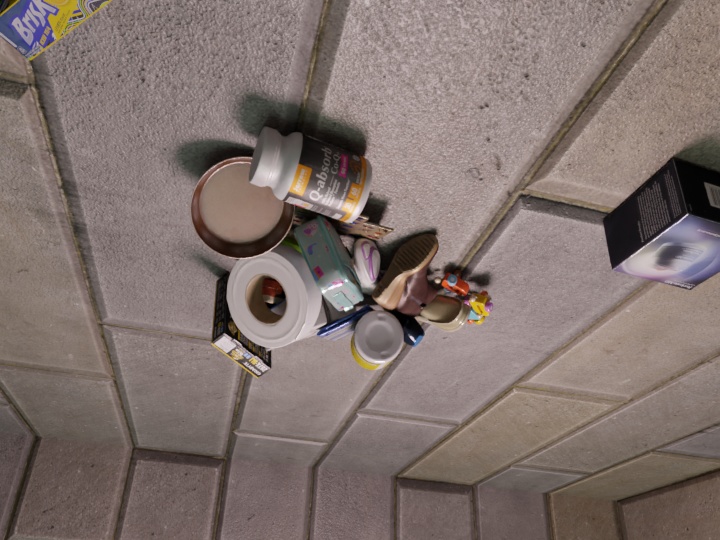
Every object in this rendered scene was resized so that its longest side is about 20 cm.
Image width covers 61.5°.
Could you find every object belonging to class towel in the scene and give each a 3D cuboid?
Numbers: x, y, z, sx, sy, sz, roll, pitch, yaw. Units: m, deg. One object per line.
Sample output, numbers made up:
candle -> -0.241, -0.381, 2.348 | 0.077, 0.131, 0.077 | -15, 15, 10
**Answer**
towel -> -0.024, 0.128, 1.452 | 0.143, 0.024, 0.200 | -27, 168, 4

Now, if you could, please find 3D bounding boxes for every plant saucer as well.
plant saucer -> -0.219, -0.120, 1.129 | 0.193, 0.035, 0.206 | -9, 122, -13

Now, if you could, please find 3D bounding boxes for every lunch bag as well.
lunch bag -> -0.054, -0.008, 1.194 | 0.075, 0.164, 0.200 | -28, 162, 4

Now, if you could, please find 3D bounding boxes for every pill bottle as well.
pill bottle -> 0.033, 0.167, 1.400 | 0.110, 0.119, 0.201 | 5, 164, -4
pill bottle -> -0.086, -0.166, 1.038 | 0.194, 0.120, 0.116 | 16, 147, -21

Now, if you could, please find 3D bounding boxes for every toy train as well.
toy train -> 0.246, 0.058, 1.440 | 0.147, 0.057, 0.201 | 27, 162, 13

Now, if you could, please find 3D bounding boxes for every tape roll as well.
tape roll -> -0.180, 0.053, 1.263 | 0.196, 0.210, 0.071 | -12, -174, 24

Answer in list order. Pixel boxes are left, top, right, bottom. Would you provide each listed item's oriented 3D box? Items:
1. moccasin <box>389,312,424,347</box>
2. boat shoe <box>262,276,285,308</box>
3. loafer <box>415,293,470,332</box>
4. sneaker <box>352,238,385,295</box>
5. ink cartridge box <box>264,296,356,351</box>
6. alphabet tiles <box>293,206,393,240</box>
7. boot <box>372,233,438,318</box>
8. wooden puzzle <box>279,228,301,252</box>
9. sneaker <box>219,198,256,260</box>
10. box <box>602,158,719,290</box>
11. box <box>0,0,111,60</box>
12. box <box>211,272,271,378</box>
moccasin -> 0.098, 0.121, 1.477 | 0.068, 0.081, 0.199 | 39, 172, -18
boat shoe -> -0.211, 0.065, 1.440 | 0.068, 0.065, 0.200 | 9, 164, -5
loafer -> 0.176, 0.092, 1.424 | 0.068, 0.078, 0.197 | 33, 163, -31
sneaker -> 0.000, 0.000, 1.331 | 0.096, 0.077, 0.202 | 8, 150, 18
ink cartridge box -> -0.125, 0.107, 1.424 | 0.196, 0.087, 0.145 | -13, 167, -44
alphabet tiles -> -0.039, -0.094, 1.198 | 0.193, 0.008, 0.167 | 13, 168, -16
boot -> 0.127, 0.016, 1.340 | 0.200, 0.073, 0.164 | -46, 143, 17
wooden puzzle -> -0.155, -0.024, 1.348 | 0.180, 0.038, 0.199 | 19, 145, -25
sneaker -> -0.236, -0.088, 1.226 | 0.078, 0.077, 0.202 | -4, 149, -6
box -> 0.598, -0.075, 1.124 | 0.193, 0.127, 0.199 | 12, 149, -14
box -> -0.401, -0.362, 0.798 | 0.195, 0.066, 0.070 | -16, 144, 29
box -> -0.275, 0.126, 1.418 | 0.049, 0.203, 0.159 | -32, 129, 18
